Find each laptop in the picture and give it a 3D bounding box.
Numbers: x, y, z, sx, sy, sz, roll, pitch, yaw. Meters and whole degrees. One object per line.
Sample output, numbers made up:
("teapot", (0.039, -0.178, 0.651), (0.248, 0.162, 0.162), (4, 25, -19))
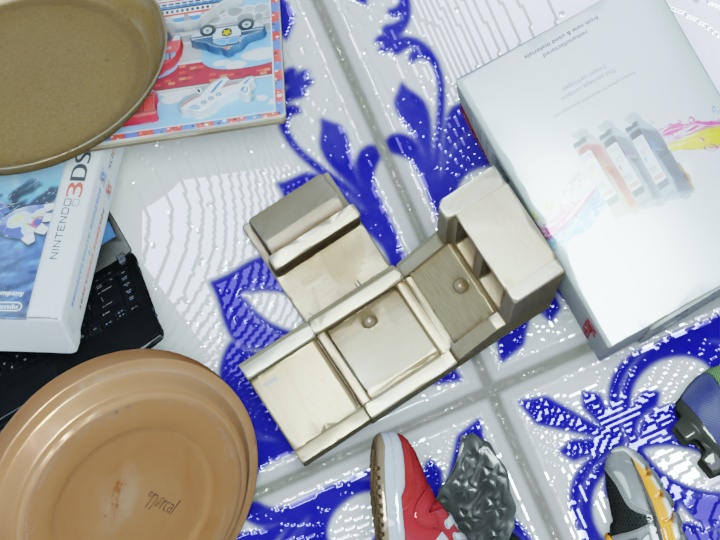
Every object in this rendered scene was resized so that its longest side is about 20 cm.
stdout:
("laptop", (-0.245, 0.011, 1.453), (0.177, 0.200, 0.103), (-31, 120, 1))

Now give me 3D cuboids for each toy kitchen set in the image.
("toy kitchen set", (0.000, 0.000, 1.397), (0.200, 0.180, 0.163), (-33, 82, -4))

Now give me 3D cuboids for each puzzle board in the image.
("puzzle board", (-0.152, -0.143, 1.463), (0.200, 0.017, 0.151), (-8, 50, 3))

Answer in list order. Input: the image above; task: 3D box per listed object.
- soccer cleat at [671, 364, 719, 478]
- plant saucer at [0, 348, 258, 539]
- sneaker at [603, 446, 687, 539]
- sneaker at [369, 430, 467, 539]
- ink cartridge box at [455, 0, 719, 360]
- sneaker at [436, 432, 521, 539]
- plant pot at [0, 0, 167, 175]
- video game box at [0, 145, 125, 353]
("soccer cleat", (0.292, 0.142, 1.423), (0.084, 0.065, 0.200), (-42, 83, -3))
("plant saucer", (-0.153, 0.148, 1.403), (0.200, 0.200, 0.032), (-53, 41, -2))
("sneaker", (0.185, 0.215, 1.419), (0.077, 0.078, 0.200), (-14, 83, 12))
("sneaker", (0.071, 0.194, 1.376), (0.112, 0.071, 0.200), (-10, 90, -2))
("ink cartridge box", (0.172, -0.061, 1.409), (0.145, 0.145, 0.200), (-28, 84, 1))
("sneaker", (0.049, 0.214, 1.438), (0.104, 0.060, 0.200), (39, 83, 5))
("plant pot", (-0.224, -0.132, 1.439), (0.200, 0.027, 0.200), (-5, 49, 6))
("video game box", (-0.268, -0.034, 1.439), (0.200, 0.047, 0.182), (1, 53, 11))
